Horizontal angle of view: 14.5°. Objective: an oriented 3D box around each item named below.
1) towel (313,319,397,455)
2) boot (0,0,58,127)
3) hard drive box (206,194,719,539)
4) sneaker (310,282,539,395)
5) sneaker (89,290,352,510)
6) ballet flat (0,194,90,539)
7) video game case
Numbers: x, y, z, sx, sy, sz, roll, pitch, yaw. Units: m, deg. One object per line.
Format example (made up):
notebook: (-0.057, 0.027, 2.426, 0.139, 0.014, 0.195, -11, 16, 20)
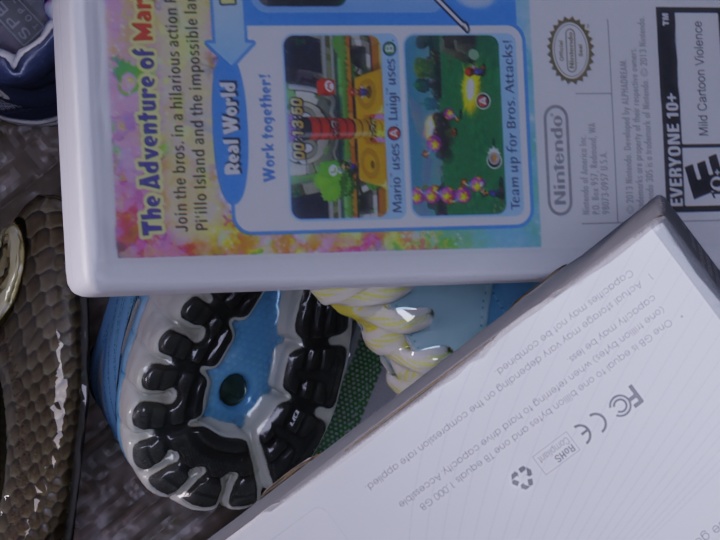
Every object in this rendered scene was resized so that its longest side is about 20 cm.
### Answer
towel: (0.074, 0.072, 0.837, 0.199, 0.031, 0.150, 21, 87, 4)
boot: (-0.151, -0.124, 0.833, 0.200, 0.090, 0.073, 39, 87, 5)
hard drive box: (0.068, 0.109, 0.655, 0.156, 0.077, 0.200, -37, 90, 8)
sneaker: (0.000, 0.000, 0.747, 0.130, 0.079, 0.201, -8, 96, -30)
sneaker: (-0.029, -0.035, 0.818, 0.078, 0.090, 0.200, 29, 88, -32)
ballet flat: (-0.108, 0.077, 0.828, 0.046, 0.067, 0.201, 5, 91, -10)
video game case: (0.013, -0.096, 0.692, 0.181, 0.024, 0.201, -2, 86, -21)
